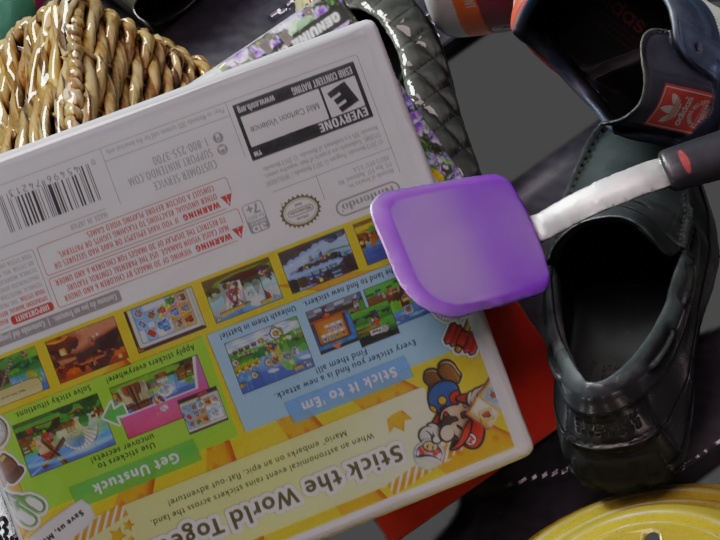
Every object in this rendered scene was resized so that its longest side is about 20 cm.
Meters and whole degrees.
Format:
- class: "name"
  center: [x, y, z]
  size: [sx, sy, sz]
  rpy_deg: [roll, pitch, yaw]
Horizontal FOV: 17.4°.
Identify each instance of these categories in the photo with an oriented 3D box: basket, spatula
- class: "basket"
  center: [-0.112, 0.006, 1.041]
  size: [0.143, 0.149, 0.201]
  rpy_deg: [-33, 47, 35]
- class: "spatula"
  center: [0.103, -0.031, 0.917]
  size: [0.199, 0.021, 0.057]
  rpy_deg: [-18, 71, -9]

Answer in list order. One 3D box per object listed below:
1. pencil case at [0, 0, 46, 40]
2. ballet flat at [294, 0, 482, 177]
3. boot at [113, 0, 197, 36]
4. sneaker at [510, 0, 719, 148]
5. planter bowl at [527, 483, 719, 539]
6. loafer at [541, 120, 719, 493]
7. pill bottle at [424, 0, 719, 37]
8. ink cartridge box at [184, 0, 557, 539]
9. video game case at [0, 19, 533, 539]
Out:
- class: "pencil case"
  center: [-0.221, -0.079, 1.115]
  size: [0.088, 0.089, 0.201]
  rpy_deg: [7, 61, 21]
- class: "ballet flat"
  center: [0.009, -0.070, 1.046]
  size: [0.057, 0.067, 0.201]
  rpy_deg: [2, 49, -33]
- class: "boot"
  center: [-0.084, -0.217, 1.178]
  size: [0.138, 0.077, 0.200]
  rpy_deg: [38, 88, 28]
- class: "sneaker"
  center: [0.146, -0.068, 0.967]
  size: [0.199, 0.075, 0.084]
  rpy_deg: [29, 27, 12]
- class: "planter bowl"
  center: [0.113, 0.150, 0.866]
  size: [0.199, 0.084, 0.201]
  rpy_deg: [-8, 56, 11]
- class: "loafer"
  center: [0.109, -0.001, 0.958]
  size: [0.068, 0.071, 0.201]
  rpy_deg: [-6, 42, 15]
- class: "pill bottle"
  center: [0.125, -0.171, 1.054]
  size: [0.199, 0.110, 0.110]
  rpy_deg: [-7, 56, 13]
- class: "ink cartridge box"
  center: [0.000, 0.000, 0.957]
  size: [0.109, 0.050, 0.200]
  rpy_deg: [-34, 88, -9]
- class: "video game case"
  center: [-0.055, 0.022, 0.910]
  size: [0.199, 0.023, 0.183]
  rpy_deg: [-21, 91, -10]
